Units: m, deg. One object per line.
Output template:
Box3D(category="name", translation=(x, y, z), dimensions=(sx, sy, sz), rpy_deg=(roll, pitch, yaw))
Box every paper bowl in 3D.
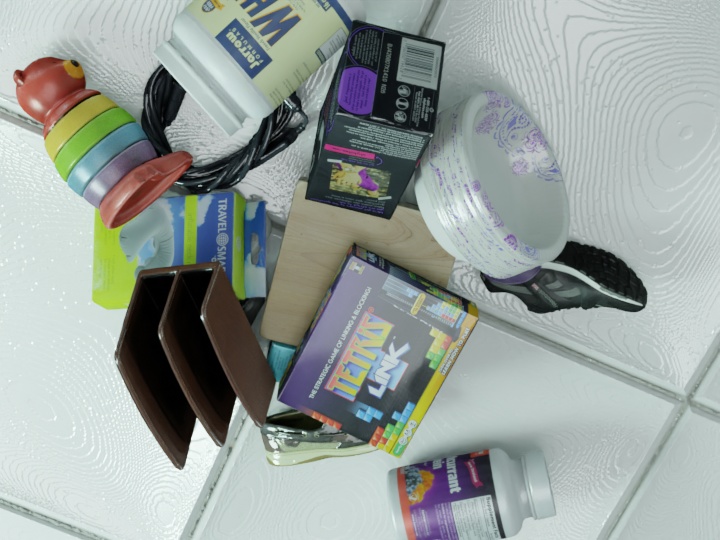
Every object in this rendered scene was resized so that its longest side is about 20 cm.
Box3D(category="paper bowl", translation=(0.137, -0.088, 1.602), dimensions=(0.104, 0.201, 0.201), rpy_deg=(-24, 112, 34))

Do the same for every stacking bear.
Box3D(category="stacking bear", translation=(-0.306, -0.156, 1.618), dimensions=(0.200, 0.121, 0.114), rpy_deg=(49, 118, 3))

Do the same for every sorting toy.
Box3D(category="sorting toy", translation=(0.000, 0.000, 1.705), dimensions=(0.199, 0.070, 0.200), rpy_deg=(14, 110, -5))

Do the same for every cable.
Box3D(category="cable", translation=(-0.170, -0.179, 1.648), dimensions=(0.199, 0.051, 0.164), rpy_deg=(-30, 109, 13))

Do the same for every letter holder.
Box3D(category="letter holder", translation=(-0.183, 0.113, 1.611), dimensions=(0.100, 0.143, 0.201), rpy_deg=(-6, 133, 17))

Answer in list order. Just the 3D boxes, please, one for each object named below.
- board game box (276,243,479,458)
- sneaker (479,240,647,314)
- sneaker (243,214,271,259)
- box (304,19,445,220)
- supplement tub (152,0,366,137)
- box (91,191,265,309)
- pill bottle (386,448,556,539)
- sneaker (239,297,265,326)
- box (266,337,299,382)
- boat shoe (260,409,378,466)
Box3D(category="board game box", translation=(0.019, 0.094, 1.669), dimensions=(0.165, 0.057, 0.201), rpy_deg=(25, 107, -9))
Box3D(category="sneaker", translation=(0.240, 0.015, 1.719), dimensions=(0.199, 0.076, 0.088), rpy_deg=(21, 126, -3))
Box3D(category="sneaker", translation=(-0.181, 0.005, 1.725), dimensions=(0.200, 0.082, 0.074), rpy_deg=(-40, 65, 1))
Box3D(category="box", translation=(0.013, -0.159, 1.560), dimensions=(0.105, 0.123, 0.200), rpy_deg=(13, 155, -7))
Box3D(category="supplement tub", translation=(-0.108, -0.255, 1.542), dimensions=(0.200, 0.145, 0.145), rpy_deg=(-43, 106, -1))
Box3D(category="box", translation=(-0.210, -0.023, 1.669), dimensions=(0.199, 0.048, 0.123), rpy_deg=(-4, 76, 14))
Box3D(category="pill bottle", translation=(0.139, 0.284, 1.799), dimensions=(0.199, 0.112, 0.112), rpy_deg=(-12, 112, 6))
Box3D(category="sneaker", translation=(-0.155, 0.098, 1.754), dimensions=(0.088, 0.074, 0.200), rpy_deg=(31, 118, -14))
Box3D(category="box", translation=(-0.014, 0.117, 1.749), dimensions=(0.199, 0.082, 0.049), rpy_deg=(14, 112, -5))
Box3D(category="boat shoe", translation=(-0.031, 0.189, 1.785), dimensions=(0.200, 0.072, 0.066), rpy_deg=(-15, 117, 12))
